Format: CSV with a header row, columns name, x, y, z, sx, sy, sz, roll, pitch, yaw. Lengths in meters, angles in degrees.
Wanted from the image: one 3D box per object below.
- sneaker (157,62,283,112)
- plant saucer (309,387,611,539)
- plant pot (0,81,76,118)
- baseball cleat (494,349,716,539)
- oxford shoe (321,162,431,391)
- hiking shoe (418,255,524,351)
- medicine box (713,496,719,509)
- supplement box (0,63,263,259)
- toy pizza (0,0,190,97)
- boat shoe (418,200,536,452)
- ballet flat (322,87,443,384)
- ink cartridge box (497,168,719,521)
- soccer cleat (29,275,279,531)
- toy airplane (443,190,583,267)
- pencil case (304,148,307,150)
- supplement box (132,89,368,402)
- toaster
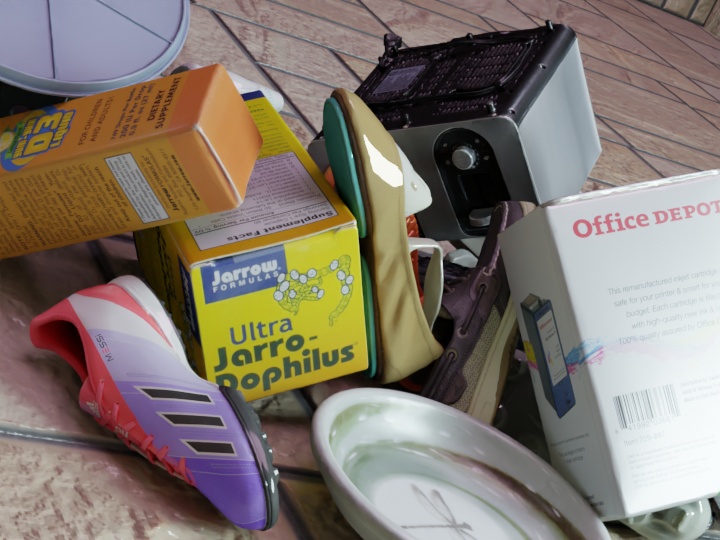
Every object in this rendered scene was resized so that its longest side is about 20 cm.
name,x,y,z,sx,sy,sz,roll,pitch,yaw
sneaker,-0.125,-0.116,1.245,0.088,0.076,0.199,0,1,-27
plant saucer,0.053,0.145,0.953,0.198,0.051,0.200,24,19,-9
plant pot,-0.260,-0.167,1.155,0.198,0.201,0.178,23,33,-10
baseball cleat,0.161,0.126,1.144,0.200,0.070,0.106,40,10,20
oxford shoe,0.000,0.000,1.111,0.071,0.201,0.073,-41,44,-25
hiking shoe,0.084,0.047,1.187,0.198,0.088,0.074,19,6,8
medicine box,0.292,0.078,1.196,0.182,0.102,0.202,15,47,-61
supplement box,-0.164,-0.063,0.991,0.069,0.198,0.067,59,29,-36
toy pizza,-0.208,-0.185,1.052,0.198,0.032,0.202,15,50,-18
boat shoe,0.073,0.036,1.097,0.065,0.203,0.072,17,-24,-4
ballet flat,0.018,-0.025,1.018,0.062,0.202,0.069,-14,29,-14
ink cartridge box,0.187,0.049,1.044,0.144,0.202,0.087,-10,-8,-20
soccer cleat,-0.114,0.079,0.905,0.073,0.069,0.200,-17,46,-30
toy airplane,0.133,-0.005,1.298,0.198,0.142,0.199,25,20,-4
pencil case,-0.055,-0.057,1.283,0.087,0.088,0.199,35,20,24
supplement box,-0.080,-0.018,1.052,0.108,0.111,0.200,-15,34,-14
toaster,0.079,-0.108,1.268,0.179,0.120,0.200,-4,30,28
